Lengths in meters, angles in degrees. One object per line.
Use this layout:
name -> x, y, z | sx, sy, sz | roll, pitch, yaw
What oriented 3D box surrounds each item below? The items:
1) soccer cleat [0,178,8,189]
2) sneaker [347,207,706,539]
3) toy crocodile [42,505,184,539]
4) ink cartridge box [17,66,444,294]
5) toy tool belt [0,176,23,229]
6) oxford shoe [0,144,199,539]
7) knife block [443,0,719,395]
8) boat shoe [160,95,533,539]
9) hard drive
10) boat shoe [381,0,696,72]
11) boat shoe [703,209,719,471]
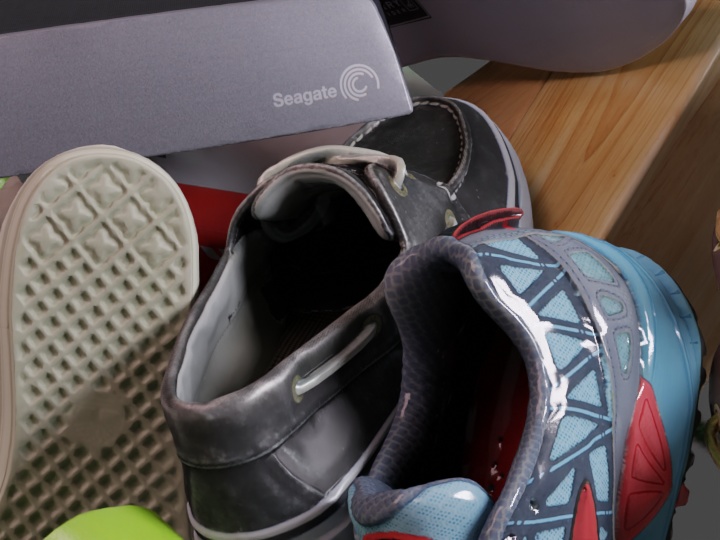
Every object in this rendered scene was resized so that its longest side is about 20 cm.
soccer cleat -> -0.183, 0.042, 1.114 | 0.200, 0.081, 0.068 | -60, 6, 6
sneaker -> 0.028, 0.083, 0.717 | 0.079, 0.095, 0.200 | -15, 65, 42
toy crocodile -> -0.092, 0.152, 0.733 | 0.067, 0.062, 0.200 | 26, 106, 30
ink cartridge box -> -0.031, -0.036, 0.945 | 0.200, 0.161, 0.050 | -139, 60, -63
toy tool belt -> -0.069, 0.054, 0.937 | 0.125, 0.123, 0.200 | -36, 37, -23
oxford shoe -> -0.081, 0.066, 0.783 | 0.058, 0.075, 0.200 | 179, 98, -76
knife block -> 0.118, -0.059, 0.889 | 0.175, 0.064, 0.200 | -35, 29, 13
boat shoe -> 0.000, 0.000, 0.783 | 0.072, 0.071, 0.200 | -5, 34, 19
hard drive -> -0.088, -0.061, 0.849 | 0.200, 0.042, 0.135 | -8, 16, 0
boat shoe -> 0.041, -0.103, 0.916 | 0.200, 0.070, 0.066 | -7, 41, 55
boat shoe -> 0.123, 0.032, 0.751 | 0.059, 0.072, 0.200 | -34, 25, 25
